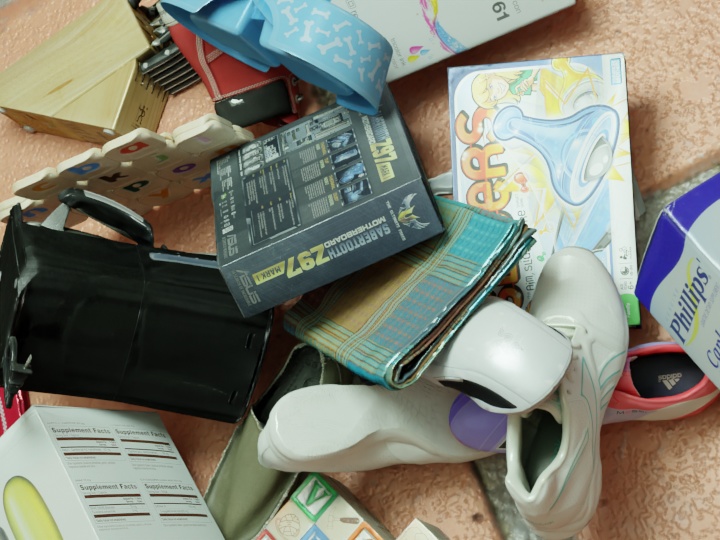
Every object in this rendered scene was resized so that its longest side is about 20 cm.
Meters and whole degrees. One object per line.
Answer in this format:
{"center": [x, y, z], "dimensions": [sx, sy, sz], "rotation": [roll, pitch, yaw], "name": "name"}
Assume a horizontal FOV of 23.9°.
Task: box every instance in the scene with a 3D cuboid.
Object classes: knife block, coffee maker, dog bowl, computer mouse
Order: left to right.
{"center": [-0.210, -0.198, 1.469], "dimensions": [0.198, 0.064, 0.177], "rotation": [12, 78, 25], "name": "knife block"}
{"center": [-0.173, 0.050, 1.279], "dimensions": [0.198, 0.135, 0.194], "rotation": [10, 47, -19], "name": "coffee maker"}
{"center": [-0.059, -0.179, 1.276], "dimensions": [0.199, 0.111, 0.050], "rotation": [27, 86, 32], "name": "dog bowl"}
{"center": [0.068, 0.043, 1.154], "dimensions": [0.110, 0.044, 0.199], "rotation": [-52, 30, -15], "name": "computer mouse"}

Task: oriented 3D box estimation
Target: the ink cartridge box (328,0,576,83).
{"center": [0.054, -0.246, 1.330], "dimensions": [0.198, 0.085, 0.146], "rotation": [-22, 111, 13], "name": "ink cartridge box"}

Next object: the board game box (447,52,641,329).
{"center": [0.135, -0.054, 1.260], "dimensions": [0.134, 0.034, 0.203], "rotation": [-4, 82, 11], "name": "board game box"}

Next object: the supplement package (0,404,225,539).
{"center": [-0.212, 0.238, 1.269], "dimensions": [0.191, 0.147, 0.201], "rotation": [-43, 63, 22], "name": "supplement package"}

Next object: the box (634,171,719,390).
{"center": [0.319, 0.013, 1.136], "dimensions": [0.183, 0.105, 0.200], "rotation": [-30, 62, -19], "name": "box"}

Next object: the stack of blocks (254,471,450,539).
{"center": [0.022, 0.237, 1.247], "dimensions": [0.200, 0.059, 0.115], "rotation": [42, 92, 27], "name": "stack of blocks"}

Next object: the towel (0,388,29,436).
{"center": [-0.363, 0.154, 1.446], "dimensions": [0.198, 0.022, 0.146], "rotation": [-20, 67, 15], "name": "towel"}

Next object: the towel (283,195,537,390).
{"center": [0.027, 0.007, 1.198], "dimensions": [0.147, 0.022, 0.200], "rotation": [-49, 25, -9], "name": "towel"}

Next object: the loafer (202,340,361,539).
{"center": [-0.072, 0.133, 1.310], "dimensions": [0.075, 0.070, 0.201], "rotation": [25, 84, 26], "name": "loafer"}

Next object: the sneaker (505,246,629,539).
{"center": [0.136, 0.075, 1.146], "dimensions": [0.070, 0.080, 0.203], "rotation": [-1, 70, 23], "name": "sneaker"}

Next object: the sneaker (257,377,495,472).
{"center": [0.018, 0.117, 1.260], "dimensions": [0.198, 0.089, 0.076], "rotation": [-1, 66, -20], "name": "sneaker"}

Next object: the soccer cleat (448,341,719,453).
{"center": [0.159, 0.084, 1.208], "dimensions": [0.197, 0.077, 0.067], "rotation": [-8, 69, 3], "name": "soccer cleat"}

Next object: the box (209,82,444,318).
{"center": [-0.030, -0.057, 1.259], "dimensions": [0.156, 0.051, 0.200], "rotation": [-25, 27, 4], "name": "box"}

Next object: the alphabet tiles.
{"center": [-0.184, -0.075, 1.348], "dimensions": [0.198, 0.195, 0.015], "rotation": [-21, 79, 15], "name": "alphabet tiles"}

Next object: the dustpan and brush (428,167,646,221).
{"center": [0.103, -0.074, 1.308], "dimensions": [0.198, 0.057, 0.141], "rotation": [-21, 68, 15], "name": "dustpan and brush"}

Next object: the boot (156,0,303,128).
{"center": [-0.056, -0.203, 1.415], "dimensions": [0.199, 0.072, 0.145], "rotation": [-35, 105, -21], "name": "boot"}
